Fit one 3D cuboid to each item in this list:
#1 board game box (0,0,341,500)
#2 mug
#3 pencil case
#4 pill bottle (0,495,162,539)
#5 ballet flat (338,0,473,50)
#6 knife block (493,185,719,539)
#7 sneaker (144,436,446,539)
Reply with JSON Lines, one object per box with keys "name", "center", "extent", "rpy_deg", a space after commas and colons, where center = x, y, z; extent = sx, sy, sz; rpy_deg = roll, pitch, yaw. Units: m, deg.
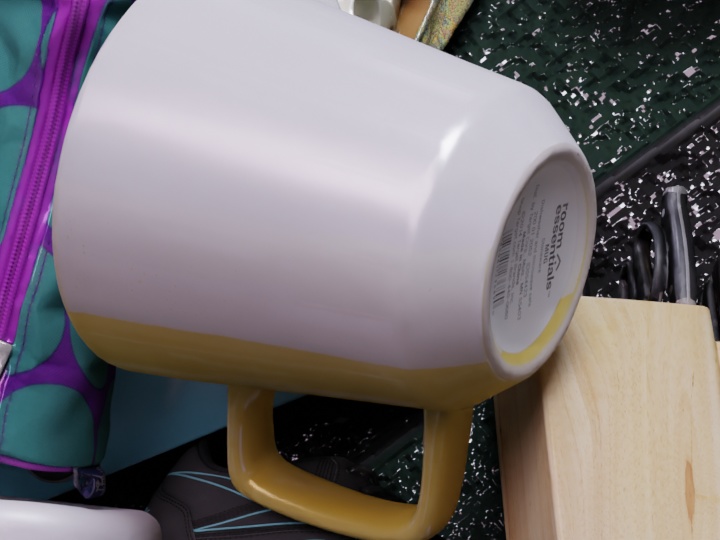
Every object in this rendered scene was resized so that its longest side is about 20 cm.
{"name": "board game box", "center": [-0.078, -0.011, 1.155], "extent": [0.199, 0.047, 0.152], "rpy_deg": [-22, 101, 1]}
{"name": "mug", "center": [0.002, -0.010, 1.043], "extent": [0.153, 0.187, 0.150], "rpy_deg": [15, 62, 28]}
{"name": "pencil case", "center": [-0.113, -0.023, 1.080], "extent": [0.085, 0.092, 0.201], "rpy_deg": [14, 98, 4]}
{"name": "pill bottle", "center": [-0.134, 0.183, 1.073], "extent": [0.108, 0.109, 0.201], "rpy_deg": [3, 85, 23]}
{"name": "ballet flat", "center": [0.008, -0.115, 1.235], "extent": [0.070, 0.071, 0.201], "rpy_deg": [13, 67, 27]}
{"name": "knife block", "center": [0.078, 0.052, 1.073], "extent": [0.175, 0.064, 0.200], "rpy_deg": [39, 52, 20]}
{"name": "sneaker", "center": [0.000, 0.109, 1.109], "extent": [0.199, 0.075, 0.080], "rpy_deg": [8, 63, 24]}
